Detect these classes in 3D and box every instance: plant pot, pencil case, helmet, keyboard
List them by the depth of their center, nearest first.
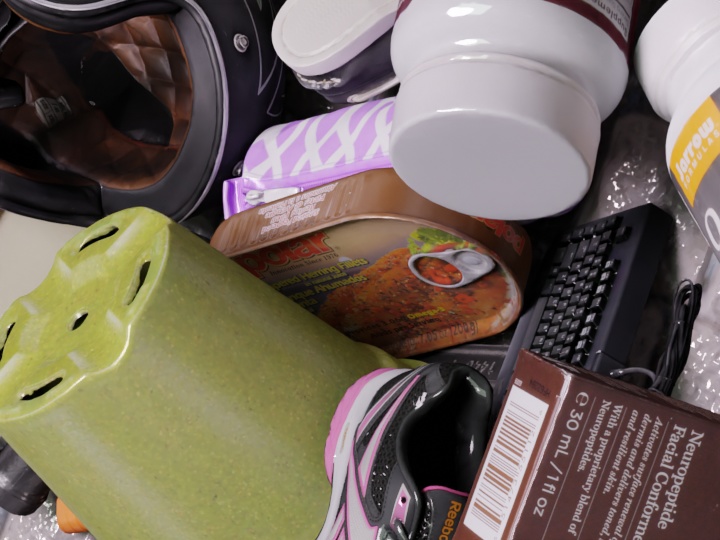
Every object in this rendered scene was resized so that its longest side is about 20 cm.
[{"bbox_3d":[0.109,0.048,1.403,0.127,0.021,0.200,-13,44,41],"label":"keyboard"},{"bbox_3d":[-0.081,0.073,1.449,0.200,0.184,0.200,-35,29,23],"label":"plant pot"},{"bbox_3d":[0.023,-0.053,1.522,0.200,0.085,0.084,-13,77,40],"label":"pencil case"},{"bbox_3d":[-0.138,-0.118,1.615,0.200,0.190,0.200,-171,90,-67],"label":"helmet"}]

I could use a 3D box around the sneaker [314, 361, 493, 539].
[{"bbox_3d":[0.018,0.129,1.338,0.086,0.080,0.200,-31,50,56],"label":"sneaker"}]

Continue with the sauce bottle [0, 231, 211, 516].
[{"bbox_3d":[-0.146,0.062,1.667,0.200,0.065,0.065,-47,54,24],"label":"sauce bottle"}]

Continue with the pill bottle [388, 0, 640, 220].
[{"bbox_3d":[0.077,-0.133,1.395,0.114,0.114,0.200,-15,52,40],"label":"pill bottle"}]

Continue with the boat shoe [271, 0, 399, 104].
[{"bbox_3d":[0.049,-0.157,1.534,0.200,0.060,0.074,-37,53,7],"label":"boat shoe"}]

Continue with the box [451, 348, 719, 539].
[{"bbox_3d":[0.151,0.115,1.285,0.075,0.200,0.100,-150,79,-73],"label":"box"}]

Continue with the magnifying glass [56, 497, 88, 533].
[{"bbox_3d":[-0.096,0.123,1.638,0.200,0.022,0.080,-14,72,41],"label":"magnifying glass"}]

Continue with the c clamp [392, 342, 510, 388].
[{"bbox_3d":[0.021,0.107,1.488,0.200,0.027,0.171,-8,47,50],"label":"c clamp"}]

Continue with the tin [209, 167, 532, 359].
[{"bbox_3d":[0.000,0.000,1.505,0.200,0.112,0.042,-16,51,44],"label":"tin"}]

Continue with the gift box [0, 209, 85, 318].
[{"bbox_3d":[-0.280,0.004,1.694,0.187,0.184,0.200,-62,24,12],"label":"gift box"}]

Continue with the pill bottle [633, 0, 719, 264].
[{"bbox_3d":[0.207,-0.039,1.328,0.116,0.116,0.200,-44,55,27],"label":"pill bottle"}]
